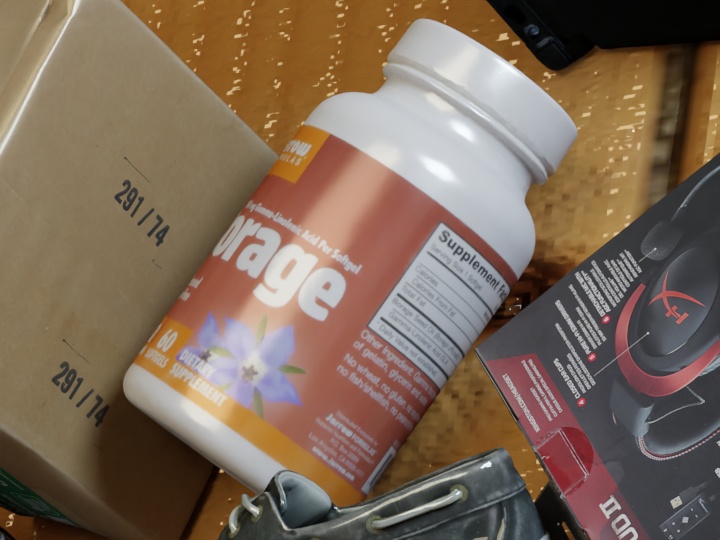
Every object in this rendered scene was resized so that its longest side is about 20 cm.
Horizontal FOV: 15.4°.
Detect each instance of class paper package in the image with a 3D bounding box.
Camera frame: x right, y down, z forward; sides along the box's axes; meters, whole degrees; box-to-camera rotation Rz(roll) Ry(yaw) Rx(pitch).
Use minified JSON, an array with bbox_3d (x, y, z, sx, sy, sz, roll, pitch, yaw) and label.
[{"bbox_3d":[-0.133,-0.005,1.147,0.103,0.200,0.191,12,69,39],"label":"paper package"}]

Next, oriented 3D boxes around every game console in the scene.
[{"bbox_3d":[0.073,-0.182,1.110,0.116,0.200,0.176,-31,47,15],"label":"game console"}]

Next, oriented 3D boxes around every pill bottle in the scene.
[{"bbox_3d":[0.000,0.000,1.107,0.112,0.112,0.200,29,81,44],"label":"pill bottle"}]

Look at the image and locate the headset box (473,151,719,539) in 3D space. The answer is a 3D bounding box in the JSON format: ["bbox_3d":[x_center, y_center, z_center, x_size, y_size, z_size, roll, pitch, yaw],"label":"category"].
[{"bbox_3d":[0.146,0.044,0.995,0.200,0.075,0.149,-39,46,9],"label":"headset box"}]

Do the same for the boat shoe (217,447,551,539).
[{"bbox_3d":[-0.020,0.110,1.028,0.199,0.072,0.071,-15,92,19],"label":"boat shoe"}]

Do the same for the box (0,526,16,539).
[{"bbox_3d":[-0.222,0.168,1.075,0.164,0.166,0.200,-46,16,3],"label":"box"}]
